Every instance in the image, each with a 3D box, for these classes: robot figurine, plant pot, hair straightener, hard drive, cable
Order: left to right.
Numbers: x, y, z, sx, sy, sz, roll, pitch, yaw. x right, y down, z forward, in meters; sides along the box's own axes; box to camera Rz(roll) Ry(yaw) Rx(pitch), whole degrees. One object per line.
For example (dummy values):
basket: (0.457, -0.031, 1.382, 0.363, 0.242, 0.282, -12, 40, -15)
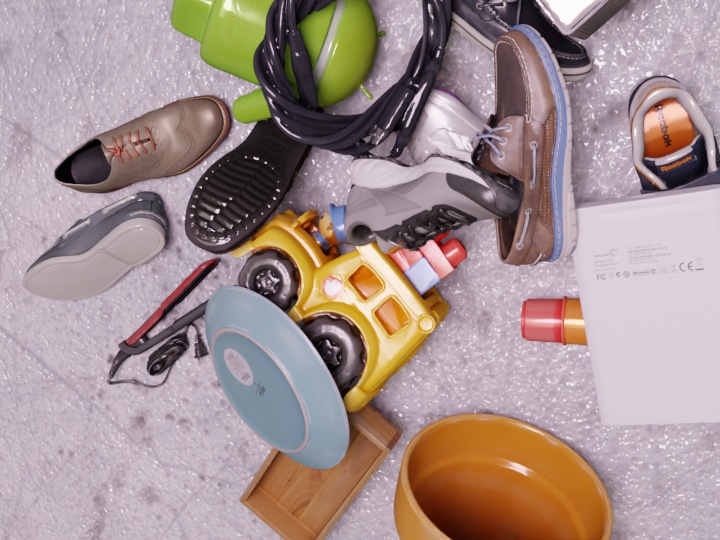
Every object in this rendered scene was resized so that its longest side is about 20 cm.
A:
hair straightener: (-0.203, 0.074, 1.025, 0.199, 0.041, 0.077, -40, 88, 19)
robot figurine: (-0.072, -0.225, 0.870, 0.197, 0.116, 0.179, 19, 67, -13)
cable: (-0.001, -0.201, 0.810, 0.161, 0.051, 0.203, 19, 103, -18)
plant pot: (0.118, 0.273, 0.900, 0.197, 0.201, 0.186, 18, 121, 12)
hard drive: (0.259, 0.035, 0.821, 0.130, 0.027, 0.204, -6, 103, 27)

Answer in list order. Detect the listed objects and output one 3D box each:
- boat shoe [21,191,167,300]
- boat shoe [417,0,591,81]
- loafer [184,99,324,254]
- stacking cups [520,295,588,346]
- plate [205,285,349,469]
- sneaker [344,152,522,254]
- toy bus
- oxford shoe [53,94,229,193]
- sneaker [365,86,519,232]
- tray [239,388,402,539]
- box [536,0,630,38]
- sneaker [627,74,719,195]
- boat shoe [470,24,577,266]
boat shoe: (-0.289, -0.026, 1.033, 0.198, 0.073, 0.063, -24, 50, 26)
boat shoe: (0.125, -0.237, 0.847, 0.199, 0.074, 0.063, 38, 130, 12)
loafer: (-0.095, -0.083, 0.896, 0.072, 0.201, 0.072, 30, 147, 8)
stacking cups: (0.250, 0.047, 0.881, 0.196, 0.060, 0.062, 4, 102, 21)
plate: (-0.089, 0.108, 0.892, 0.199, 0.025, 0.203, 31, 140, 31)
sneaker: (0.055, -0.050, 0.780, 0.199, 0.073, 0.081, 4, 76, 55)
toy bus: (0.000, 0.000, 0.903, 0.191, 0.136, 0.201, -41, 86, 16)
oxford shoe: (-0.226, -0.123, 0.976, 0.197, 0.075, 0.072, -23, 93, 19)
sneaker: (0.083, -0.101, 0.873, 0.198, 0.075, 0.101, 30, 79, 10)
tray: (-0.045, 0.204, 0.978, 0.098, 0.037, 0.201, 38, 125, 7)
box: (0.185, -0.246, 0.761, 0.095, 0.200, 0.078, -40, 88, 19)
sneaker: (0.286, -0.072, 0.832, 0.077, 0.079, 0.203, -24, 95, 18)
boat shoe: (0.134, -0.101, 0.797, 0.071, 0.072, 0.204, -16, 101, -20)
